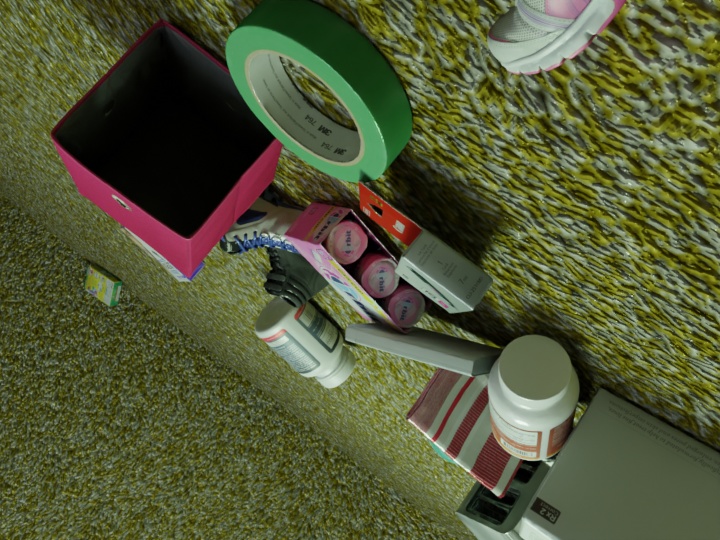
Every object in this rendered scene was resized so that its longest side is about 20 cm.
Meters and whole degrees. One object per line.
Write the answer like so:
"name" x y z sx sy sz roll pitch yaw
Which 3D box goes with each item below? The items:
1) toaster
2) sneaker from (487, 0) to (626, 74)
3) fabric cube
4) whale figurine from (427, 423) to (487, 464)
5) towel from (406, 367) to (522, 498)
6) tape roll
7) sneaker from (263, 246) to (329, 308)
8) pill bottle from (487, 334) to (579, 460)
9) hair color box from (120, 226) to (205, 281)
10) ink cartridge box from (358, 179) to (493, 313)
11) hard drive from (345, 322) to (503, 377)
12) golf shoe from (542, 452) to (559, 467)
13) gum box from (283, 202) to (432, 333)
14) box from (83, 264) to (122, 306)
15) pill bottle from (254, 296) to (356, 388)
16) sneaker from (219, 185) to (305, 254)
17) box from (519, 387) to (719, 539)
"toaster" 0.288 0.408 1.246 0.119 0.181 0.200 46 160 -20
"sneaker" 0.119 -0.182 0.370 0.088 0.081 0.200 41 153 -5
"fabric cube" -0.230 -0.140 0.888 0.196 0.200 0.199 38 162 -3
"whale figurine" 0.186 0.273 1.189 0.200 0.104 0.159 31 -149 -42
"towel" 0.180 0.231 1.089 0.200 0.144 0.023 41 157 -10
"tape roll" -0.043 -0.174 0.710 0.200 0.048 0.201 33 160 13
"sneaker" -0.133 -0.020 1.146 0.200 0.099 0.071 48 160 -24
"pill bottle" 0.221 0.163 0.912 0.112 0.112 0.200 28 158 25
"hair color box" -0.485 -0.059 1.740 0.200 0.065 0.109 46 160 -19
"ink cartridge box" 0.057 -0.019 0.816 0.173 0.044 0.200 36 177 3
"hard drive" 0.097 0.105 0.987 0.200 0.027 0.132 11 -175 35
"golf shoe" 0.284 0.262 1.081 0.200 0.078 0.094 40 161 -3
"gum box" 0.000 0.000 0.984 0.200 0.066 0.113 47 165 -28
"box" -1.112 0.061 3.049 0.200 0.118 0.048 27 -161 27
"pill bottle" -0.106 0.144 1.438 0.200 0.120 0.119 47 159 -24
"sneaker" -0.145 -0.057 1.055 0.199 0.115 0.081 35 162 7
"box" 0.330 0.292 0.877 0.199 0.200 0.131 30 161 22
